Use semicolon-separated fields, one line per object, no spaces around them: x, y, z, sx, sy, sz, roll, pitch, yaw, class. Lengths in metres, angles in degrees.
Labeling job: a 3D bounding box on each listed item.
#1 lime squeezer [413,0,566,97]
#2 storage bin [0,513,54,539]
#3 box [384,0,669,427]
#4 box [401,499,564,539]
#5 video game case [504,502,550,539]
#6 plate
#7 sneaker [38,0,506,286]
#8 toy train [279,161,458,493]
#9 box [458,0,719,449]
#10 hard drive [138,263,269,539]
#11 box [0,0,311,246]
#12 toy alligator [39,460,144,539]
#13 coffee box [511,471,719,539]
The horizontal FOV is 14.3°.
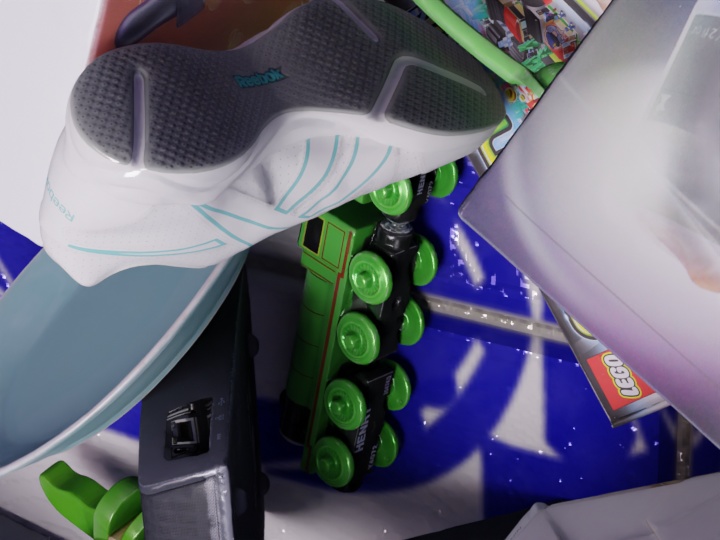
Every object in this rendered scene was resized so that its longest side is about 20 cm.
0.092;-0.071;1.030;0.199;0.038;0.071;10;106;19;lime squeezer
-0.211;0.159;1.323;0.199;0.134;0.146;22;120;24;storage bin
0.097;-0.050;1.087;0.110;0.035;0.201;-27;93;39;box
0.040;0.210;1.159;0.079;0.140;0.201;-141;46;-58;box
0.087;0.213;1.052;0.200;0.022;0.183;37;99;-9;video game case
-0.099;0.016;1.160;0.200;0.201;0.026;-27;119;39;plate
-0.034;-0.046;1.035;0.071;0.199;0.080;56;136;25;sneaker
0.000;0.000;1.173;0.056;0.042;0.201;32;125;32;toy train
0.172;-0.036;0.877;0.200;0.123;0.199;41;124;9;box
-0.061;0.090;1.155;0.042;0.200;0.136;-3;112;1;hard drive
-0.082;-0.124;1.073;0.106;0.200;0.153;31;125;20;box
-0.067;0.151;1.259;0.200;0.059;0.054;47;146;10;toy alligator
0.128;0.175;0.970;0.114;0.080;0.201;-15;108;44;coffee box
